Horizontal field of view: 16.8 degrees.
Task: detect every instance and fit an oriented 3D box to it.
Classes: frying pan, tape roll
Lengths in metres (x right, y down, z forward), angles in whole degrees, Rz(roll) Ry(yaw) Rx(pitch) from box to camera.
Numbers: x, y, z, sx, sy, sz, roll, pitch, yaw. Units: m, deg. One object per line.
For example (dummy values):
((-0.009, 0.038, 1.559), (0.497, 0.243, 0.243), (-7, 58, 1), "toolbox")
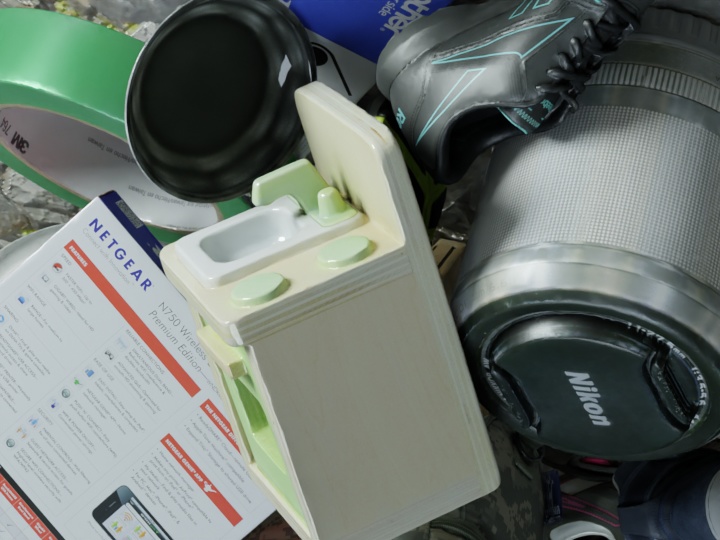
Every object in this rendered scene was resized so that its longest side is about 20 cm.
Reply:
((-0.053, -0.073, 1.286), (0.190, 0.115, 0.031), (41, 174, -40), "frying pan")
((-0.135, -0.076, 1.376), (0.199, 0.048, 0.201), (22, 163, 7), "tape roll")

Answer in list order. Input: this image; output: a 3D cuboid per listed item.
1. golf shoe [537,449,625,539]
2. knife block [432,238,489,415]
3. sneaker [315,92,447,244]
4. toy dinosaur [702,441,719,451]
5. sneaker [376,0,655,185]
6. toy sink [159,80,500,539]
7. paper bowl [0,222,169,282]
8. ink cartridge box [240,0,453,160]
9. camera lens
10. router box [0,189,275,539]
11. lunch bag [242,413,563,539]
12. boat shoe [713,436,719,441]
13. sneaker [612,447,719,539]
((0.110, 0.160, 1.621), (0.199, 0.089, 0.077), (-2, 144, 27), "golf shoe")
((0.060, 0.093, 1.526), (0.175, 0.064, 0.200), (40, 142, -3), "knife block")
((0.000, 0.000, 1.372), (0.075, 0.201, 0.076), (15, 174, -39), "sneaker")
((0.147, 0.095, 1.538), (0.199, 0.061, 0.106), (12, 147, 8), "toy dinosaur")
((0.101, -0.114, 1.215), (0.199, 0.080, 0.075), (-32, 144, 26), "sneaker")
((-0.025, 0.025, 1.237), (0.111, 0.130, 0.201), (-23, 114, -13), "toy sink")
((-0.151, 0.056, 1.484), (0.199, 0.202, 0.105), (18, 143, -2), "paper bowl")
((-0.024, -0.138, 1.298), (0.094, 0.044, 0.200), (26, 145, -15), "ink cartridge box")
((0.137, -0.015, 1.264), (0.159, 0.201, 0.160), (12, 145, 8), "camera lens")
((-0.145, 0.089, 1.381), (0.179, 0.049, 0.200), (-40, 91, 8), "router box")
((0.011, 0.174, 1.437), (0.199, 0.169, 0.139), (-13, 139, 27), "lunch bag")
((0.158, 0.027, 1.436), (0.075, 0.075, 0.202), (-16, 124, 46), "boat shoe")
((0.249, 0.136, 1.504), (0.201, 0.078, 0.146), (-4, 172, -35), "sneaker")
